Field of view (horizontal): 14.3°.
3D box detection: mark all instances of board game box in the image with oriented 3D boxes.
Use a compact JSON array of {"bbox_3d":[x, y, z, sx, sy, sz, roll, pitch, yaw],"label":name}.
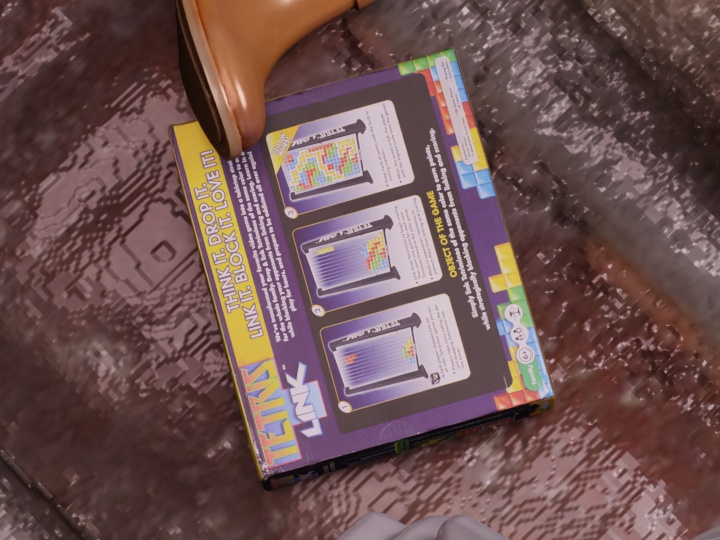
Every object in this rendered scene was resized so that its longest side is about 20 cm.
[{"bbox_3d":[0.000,0.000,1.548,0.164,0.057,0.201,-15,79,-1],"label":"board game box"}]

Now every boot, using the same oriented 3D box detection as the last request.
[{"bbox_3d":[-0.025,-0.148,1.546,0.154,0.077,0.201,-6,46,-6],"label":"boot"}]

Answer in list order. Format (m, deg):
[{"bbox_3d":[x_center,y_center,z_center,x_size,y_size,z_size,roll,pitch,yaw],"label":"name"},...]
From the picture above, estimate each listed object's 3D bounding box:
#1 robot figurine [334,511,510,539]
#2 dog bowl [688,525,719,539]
[{"bbox_3d":[0.063,0.202,1.465,0.199,0.170,0.113,27,46,26],"label":"robot figurine"},{"bbox_3d":[0.227,0.225,1.505,0.199,0.059,0.202,0,80,0],"label":"dog bowl"}]
